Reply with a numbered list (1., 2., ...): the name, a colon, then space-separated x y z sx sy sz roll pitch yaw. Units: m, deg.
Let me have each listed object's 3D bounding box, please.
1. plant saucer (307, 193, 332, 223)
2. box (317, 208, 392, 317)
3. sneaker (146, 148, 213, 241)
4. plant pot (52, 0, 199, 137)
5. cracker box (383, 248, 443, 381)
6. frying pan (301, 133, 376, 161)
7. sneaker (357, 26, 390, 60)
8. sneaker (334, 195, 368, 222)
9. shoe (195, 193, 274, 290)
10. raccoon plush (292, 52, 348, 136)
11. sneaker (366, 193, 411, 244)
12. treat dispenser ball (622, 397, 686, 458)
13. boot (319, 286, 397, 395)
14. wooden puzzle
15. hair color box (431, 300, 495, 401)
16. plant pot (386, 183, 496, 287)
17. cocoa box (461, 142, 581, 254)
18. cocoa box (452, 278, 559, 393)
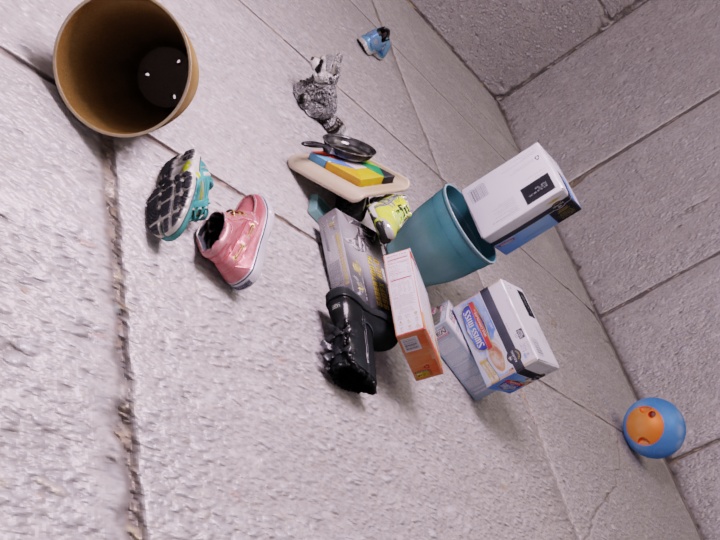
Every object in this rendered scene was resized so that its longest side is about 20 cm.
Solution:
1. plant saucer: -0.032 -0.070 1.633 0.200 0.019 0.070 46 25 -25
2. box: 0.000 0.000 1.543 0.158 0.048 0.201 29 41 -49
3. sneaker: -0.243 -0.101 1.163 0.080 0.077 0.201 56 20 -29
4. plant pot: -0.302 -0.281 1.163 0.187 0.186 0.200 56 8 -4
5. cracker box: 0.094 0.078 1.480 0.201 0.057 0.134 -96 166 -46
6. frying pan: -0.036 -0.237 1.626 0.114 0.031 0.190 23 24 11
7. sneaker: 0.066 -0.724 2.594 0.079 0.090 0.200 57 21 -1
8. sneaker: -0.005 -0.144 1.699 0.088 0.075 0.201 51 16 -34
9. shoe: -0.187 -0.068 1.231 0.091 0.071 0.201 49 28 -35
10. raccoon plush: -0.056 -0.404 1.860 0.200 0.134 0.097 35 30 -43
11. sneaker: 0.059 -0.113 1.607 0.200 0.076 0.076 -90 160 -67
12. treat dispenser ball: 0.979 0.525 2.738 0.201 0.200 0.201 45 25 -28
13. boot: 0.006 0.134 1.378 0.198 0.073 0.163 41 31 -42
14. wooden puzzle: -0.018 -0.200 1.639 0.184 0.037 0.200 31 29 24
15. hair color box: 0.222 0.174 1.791 0.200 0.060 0.099 53 22 -14
16. plant pot: 0.167 -0.057 1.808 0.200 0.187 0.201 46 25 -28
17. cocoa box: 0.349 -0.152 1.779 0.131 0.199 0.134 26 37 -53
18. cocoa box: 0.310 0.144 1.762 0.133 0.131 0.201 22 41 -55
